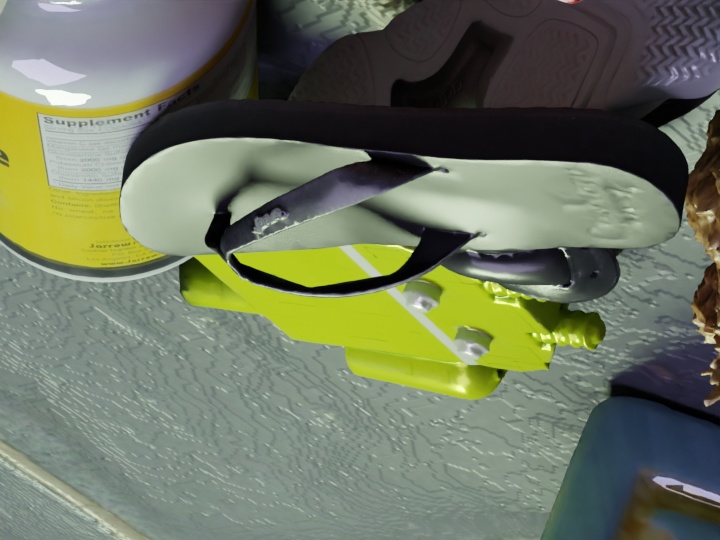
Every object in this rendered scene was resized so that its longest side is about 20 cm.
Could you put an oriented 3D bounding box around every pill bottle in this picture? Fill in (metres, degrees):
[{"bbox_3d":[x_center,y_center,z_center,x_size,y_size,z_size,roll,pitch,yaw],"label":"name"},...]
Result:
[{"bbox_3d":[-0.090,-0.086,0.955,0.112,0.112,0.200,20,154,9],"label":"pill bottle"}]

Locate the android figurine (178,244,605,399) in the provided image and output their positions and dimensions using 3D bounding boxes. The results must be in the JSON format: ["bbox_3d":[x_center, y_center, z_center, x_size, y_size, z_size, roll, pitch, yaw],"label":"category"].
[{"bbox_3d":[0.000,0.000,1.112,0.199,0.041,0.182,9,160,31],"label":"android figurine"}]

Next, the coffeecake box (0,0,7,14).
[{"bbox_3d":[-0.199,-0.086,0.878,0.153,0.073,0.200,44,128,17],"label":"coffeecake box"}]

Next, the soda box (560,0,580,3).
[{"bbox_3d":[-0.014,-0.148,0.816,0.199,0.070,0.063,21,155,8],"label":"soda box"}]

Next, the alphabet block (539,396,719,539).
[{"bbox_3d":[0.155,0.200,1.209,0.196,0.196,0.200,21,156,11],"label":"alphabet block"}]

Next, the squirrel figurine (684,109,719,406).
[{"bbox_3d":[0.202,0.013,0.911,0.200,0.142,0.187,21,169,41],"label":"squirrel figurine"}]

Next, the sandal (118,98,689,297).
[{"bbox_3d":[0.003,-0.020,0.890,0.199,0.043,0.076,-2,152,32],"label":"sandal"}]

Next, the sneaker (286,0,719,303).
[{"bbox_3d":[0.071,-0.047,0.946,0.114,0.076,0.200,28,150,-36],"label":"sneaker"}]
